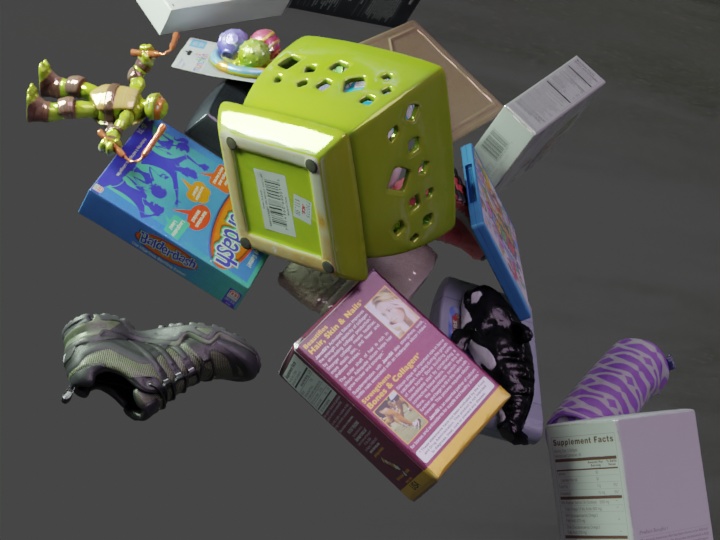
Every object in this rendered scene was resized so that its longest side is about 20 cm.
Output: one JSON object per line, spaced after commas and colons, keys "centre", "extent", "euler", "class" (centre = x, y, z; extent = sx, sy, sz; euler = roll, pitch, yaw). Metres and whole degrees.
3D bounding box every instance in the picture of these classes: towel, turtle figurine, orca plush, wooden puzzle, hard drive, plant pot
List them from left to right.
{"centre": [-0.279, -0.193, 1.484], "extent": [0.161, 0.064, 0.200], "euler": [8, 56, 3], "class": "turtle figurine"}
{"centre": [-0.118, -0.180, 1.590], "extent": [0.135, 0.042, 0.200], "euler": [33, 31, -4], "class": "hard drive"}
{"centre": [-0.032, -0.111, 1.405], "extent": [0.199, 0.200, 0.181], "euler": [18, 41, 35], "class": "plant pot"}
{"centre": [0.000, 0.000, 1.548], "extent": [0.132, 0.034, 0.200], "euler": [39, 43, 4], "class": "towel"}
{"centre": [0.090, -0.251, 1.800], "extent": [0.185, 0.037, 0.200], "euler": [46, 33, 8], "class": "wooden puzzle"}
{"centre": [0.161, 0.091, 1.497], "extent": [0.105, 0.071, 0.200], "euler": [19, 47, -17], "class": "orca plush"}

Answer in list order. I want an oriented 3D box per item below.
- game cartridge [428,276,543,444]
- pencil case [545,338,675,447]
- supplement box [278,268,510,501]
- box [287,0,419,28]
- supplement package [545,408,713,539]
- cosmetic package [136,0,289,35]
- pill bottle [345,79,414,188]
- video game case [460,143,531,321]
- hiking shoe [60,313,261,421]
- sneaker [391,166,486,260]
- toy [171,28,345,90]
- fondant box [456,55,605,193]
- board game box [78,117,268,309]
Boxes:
{"centre": [0.142, 0.100, 1.554], "extent": [0.133, 0.042, 0.200], "euler": [20, 47, -23], "class": "game cartridge"}
{"centre": [0.292, 0.156, 1.573], "extent": [0.200, 0.084, 0.086], "euler": [-36, 118, -44], "class": "pencil case"}
{"centre": [0.033, 0.121, 1.397], "extent": [0.200, 0.103, 0.131], "euler": [44, 65, 6], "class": "supplement box"}
{"centre": [-0.020, -0.452, 1.856], "extent": [0.182, 0.104, 0.200], "euler": [5, 53, -27], "class": "box"}
{"centre": [0.286, 0.252, 1.409], "extent": [0.117, 0.117, 0.200], "euler": [-2, 82, -32], "class": "supplement package"}
{"centre": [-0.189, -0.357, 1.710], "extent": [0.200, 0.051, 0.083], "euler": [-18, 64, -40], "class": "cosmetic package"}
{"centre": [0.007, -0.175, 1.628], "extent": [0.111, 0.111, 0.200], "euler": [28, 33, -9], "class": "pill bottle"}
{"centre": [0.161, -0.049, 1.605], "extent": [0.200, 0.018, 0.143], "euler": [-89, 154, -58], "class": "video game case"}
{"centre": [-0.197, 0.106, 1.321], "extent": [0.200, 0.076, 0.101], "euler": [7, 60, -16], "class": "hiking shoe"}
{"centre": [0.096, -0.068, 1.608], "extent": [0.200, 0.087, 0.074], "euler": [48, 24, -53], "class": "sneaker"}
{"centre": [-0.114, -0.259, 1.600], "extent": [0.200, 0.047, 0.115], "euler": [13, 26, -1], "class": "toy"}
{"centre": [0.222, -0.185, 1.758], "extent": [0.058, 0.144, 0.200], "euler": [45, 45, 10], "class": "fondant box"}
{"centre": [-0.187, -0.067, 1.478], "extent": [0.200, 0.045, 0.152], "euler": [32, 44, -7], "class": "board game box"}
